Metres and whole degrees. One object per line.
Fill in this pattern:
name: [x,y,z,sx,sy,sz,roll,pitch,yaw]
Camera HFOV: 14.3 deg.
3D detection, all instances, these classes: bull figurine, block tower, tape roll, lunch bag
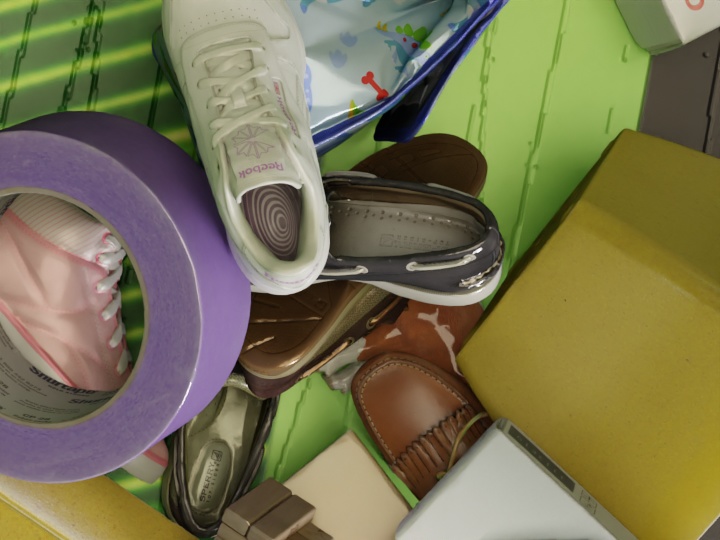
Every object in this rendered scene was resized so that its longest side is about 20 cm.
bull figurine: [0.042,0.054,1.773,0.121,0.065,0.200,-36,92,-1]
block tower: [-0.080,0.225,1.703,0.054,0.058,0.201,32,119,18]
tape roll: [-0.168,0.014,1.626,0.198,0.085,0.202,3,102,16]
lunch bag: [-0.013,-0.133,1.701,0.199,0.170,0.128,-25,96,-7]

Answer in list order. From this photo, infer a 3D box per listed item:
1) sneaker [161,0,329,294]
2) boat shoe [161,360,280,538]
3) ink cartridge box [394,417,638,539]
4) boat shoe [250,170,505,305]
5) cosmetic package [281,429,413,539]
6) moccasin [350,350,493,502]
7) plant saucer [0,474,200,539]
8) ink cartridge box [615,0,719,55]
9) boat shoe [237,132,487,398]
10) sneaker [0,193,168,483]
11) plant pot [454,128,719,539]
sneaker: [-0.055,-0.085,1.563,0.074,0.100,0.201,-18,93,-3]
boat shoe: [-0.077,0.067,1.747,0.071,0.066,0.202,11,91,-13]
ink cartridge box: [0.096,0.215,1.655,0.200,0.044,0.174,42,102,0]
boat shoe: [-0.016,-0.024,1.646,0.198,0.060,0.074,11,64,8]
cosmetic package: [0.016,0.206,1.742,0.105,0.071,0.200,-39,84,-4]
moccasin: [0.065,0.134,1.713,0.073,0.078,0.202,-31,103,6]
plant saucer: [-0.218,0.201,1.708,0.199,0.048,0.200,35,99,-11]
ink cartridge box: [0.243,-0.246,1.796,0.199,0.086,0.147,-29,97,-11]
boat shoe: [0.000,0.000,1.711,0.072,0.072,0.200,34,68,21]
sneaker: [-0.161,0.028,1.724,0.105,0.075,0.200,-41,94,-2]
plant pot: [0.174,0.036,1.711,0.176,0.200,0.200,37,120,1]
